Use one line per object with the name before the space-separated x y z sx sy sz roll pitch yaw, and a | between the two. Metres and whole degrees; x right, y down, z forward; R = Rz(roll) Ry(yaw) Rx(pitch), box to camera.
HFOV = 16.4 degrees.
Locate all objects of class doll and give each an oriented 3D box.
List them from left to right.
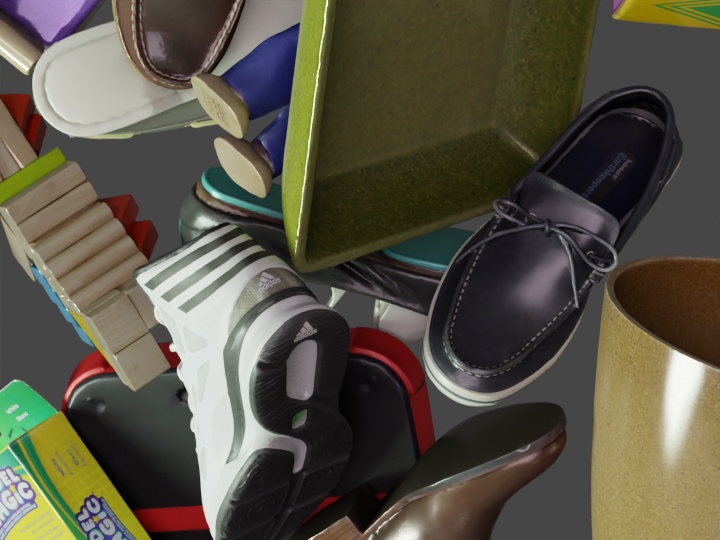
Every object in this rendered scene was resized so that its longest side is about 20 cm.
doll | 0.010 -0.124 1.279 0.200 0.048 0.137 -35 131 -19

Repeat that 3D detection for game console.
game console | -0.054 0.119 1.345 0.200 0.031 0.177 -5 113 14

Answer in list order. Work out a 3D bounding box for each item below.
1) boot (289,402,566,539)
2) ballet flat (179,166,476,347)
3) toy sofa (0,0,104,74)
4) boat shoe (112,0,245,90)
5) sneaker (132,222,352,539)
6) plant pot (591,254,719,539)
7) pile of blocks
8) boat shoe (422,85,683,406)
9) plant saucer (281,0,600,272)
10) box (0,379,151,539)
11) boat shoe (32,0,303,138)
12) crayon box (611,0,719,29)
boot | 0.085 0.179 1.291 0.186 0.064 0.200 -30 102 36
ballet flat | 0.000 0.000 1.327 0.200 0.068 0.068 16 113 2
toy sofa | -0.142 -0.204 1.310 0.083 0.098 0.200 39 99 3
boat shoe | -0.078 -0.187 1.246 0.070 0.070 0.200 7 99 -17
sneaker | -0.063 0.051 1.272 0.076 0.201 0.115 -22 55 -27
plant pot | 0.188 0.119 1.235 0.186 0.186 0.200 15 108 7
pile of blocks | -0.151 -0.023 1.337 0.062 0.082 0.200 -34 70 -14
boat shoe | 0.098 -0.018 1.265 0.075 0.062 0.200 35 68 12
plant saucer | 0.035 -0.116 1.234 0.048 0.200 0.200 30 125 37
box | -0.161 0.164 1.352 0.117 0.048 0.200 -36 87 44
boat shoe | -0.075 -0.114 1.323 0.201 0.060 0.072 -14 91 -9
crayon box | 0.213 -0.216 1.219 0.172 0.058 0.200 5 75 -10
